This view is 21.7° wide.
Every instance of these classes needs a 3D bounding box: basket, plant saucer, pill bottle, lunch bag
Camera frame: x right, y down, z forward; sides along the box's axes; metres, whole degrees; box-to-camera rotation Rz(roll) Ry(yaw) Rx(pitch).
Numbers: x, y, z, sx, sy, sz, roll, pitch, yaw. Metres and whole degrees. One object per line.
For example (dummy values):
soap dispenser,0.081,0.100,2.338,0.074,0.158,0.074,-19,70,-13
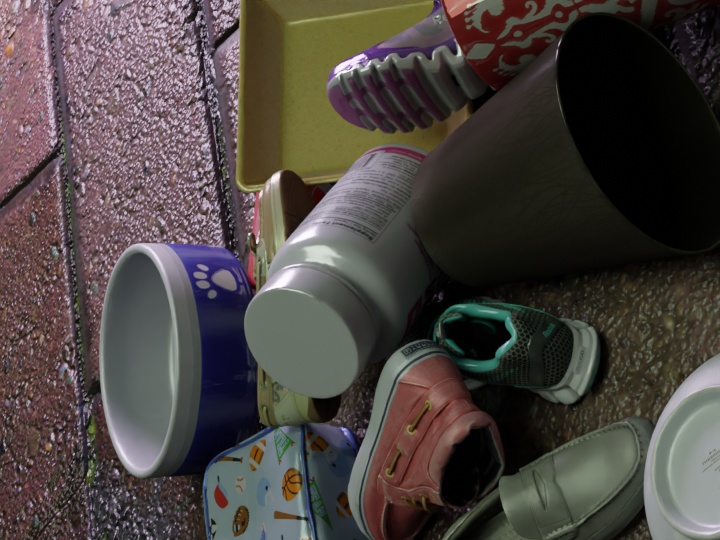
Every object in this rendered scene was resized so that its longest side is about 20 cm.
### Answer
basket,0.138,-0.065,1.328,0.136,0.181,0.200,-45,12,-36
plant saucer,0.000,-0.156,1.549,0.198,0.048,0.202,-6,66,14
pill bottle,0.000,0.000,1.404,0.113,0.114,0.200,-27,16,41
lunch bag,-0.061,0.221,1.503,0.160,0.075,0.202,-33,53,41

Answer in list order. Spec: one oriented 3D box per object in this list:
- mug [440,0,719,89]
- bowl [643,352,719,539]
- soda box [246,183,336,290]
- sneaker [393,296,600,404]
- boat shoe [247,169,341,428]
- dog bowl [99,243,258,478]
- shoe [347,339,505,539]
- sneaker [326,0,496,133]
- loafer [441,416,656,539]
mug,0.172,-0.219,1.338,0.199,0.177,0.134,-23,92,24
bowl,0.243,0.126,1.161,0.200,0.090,0.203,-24,58,44
soda box,-0.045,-0.078,1.613,0.070,0.063,0.202,-14,65,47
sneaker,0.081,0.048,1.386,0.199,0.091,0.078,0,74,50
boat shoe,-0.062,0.022,1.470,0.062,0.073,0.202,-11,77,27
dog bowl,-0.158,0.077,1.626,0.200,0.078,0.202,2,92,63
shoe,0.047,0.151,1.360,0.091,0.071,0.201,52,146,38
sneaker,0.067,-0.177,1.473,0.199,0.081,0.089,-19,51,12
loafer,0.128,0.165,1.297,0.200,0.069,0.070,-45,46,31
